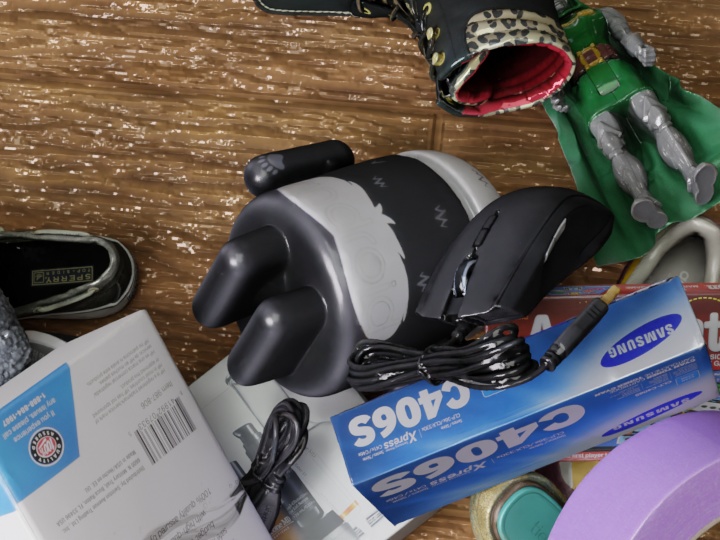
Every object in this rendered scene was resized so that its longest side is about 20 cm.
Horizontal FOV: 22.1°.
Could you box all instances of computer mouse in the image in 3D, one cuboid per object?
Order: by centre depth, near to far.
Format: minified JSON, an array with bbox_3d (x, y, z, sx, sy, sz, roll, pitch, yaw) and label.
[{"bbox_3d":[0.088,-0.002,0.977,0.200,0.140,0.046,-38,113,-37],"label":"computer mouse"},{"bbox_3d":[-0.125,0.088,1.086,0.199,0.044,0.111,26,118,17],"label":"computer mouse"}]

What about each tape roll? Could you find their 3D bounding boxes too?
[{"bbox_3d":[0.195,0.183,1.018,0.198,0.066,0.203,-7,107,-25],"label":"tape roll"}]

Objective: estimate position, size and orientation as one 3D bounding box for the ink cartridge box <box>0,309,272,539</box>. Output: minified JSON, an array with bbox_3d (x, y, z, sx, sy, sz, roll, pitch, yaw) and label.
[{"bbox_3d":[-0.135,0.148,0.997,0.084,0.144,0.201,-22,100,40],"label":"ink cartridge box"}]

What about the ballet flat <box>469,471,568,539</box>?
[{"bbox_3d":[0.133,0.190,1.080,0.071,0.071,0.200,-42,107,-3],"label":"ballet flat"}]

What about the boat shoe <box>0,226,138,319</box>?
[{"bbox_3d":[-0.242,0.004,1.161,0.198,0.064,0.072,-9,78,5],"label":"boat shoe"}]

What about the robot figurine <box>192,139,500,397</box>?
[{"bbox_3d":[0.000,0.002,1.080,0.199,0.124,0.152,-19,105,-37],"label":"robot figurine"}]

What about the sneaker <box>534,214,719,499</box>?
[{"bbox_3d":[0.159,0.057,1.096,0.074,0.090,0.202,23,82,10],"label":"sneaker"}]

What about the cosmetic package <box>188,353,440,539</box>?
[{"bbox_3d":[-0.072,0.143,1.126,0.199,0.052,0.151,-38,75,-2],"label":"cosmetic package"}]

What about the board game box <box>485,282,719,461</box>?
[{"bbox_3d":[0.170,0.058,1.050,0.197,0.019,0.104,-1,109,-1],"label":"board game box"}]

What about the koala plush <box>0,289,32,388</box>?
[{"bbox_3d":[-0.304,0.081,1.039,0.199,0.183,0.179,-33,102,-43],"label":"koala plush"}]

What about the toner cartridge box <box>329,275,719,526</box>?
[{"bbox_3d":[0.091,0.073,0.993,0.198,0.095,0.044,-23,66,7],"label":"toner cartridge box"}]

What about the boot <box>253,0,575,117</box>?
[{"bbox_3d":[0.030,-0.161,1.128,0.201,0.074,0.155,-8,47,1],"label":"boot"}]

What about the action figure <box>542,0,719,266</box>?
[{"bbox_3d":[0.152,-0.107,1.116,0.117,0.055,0.201,-28,48,3],"label":"action figure"}]
